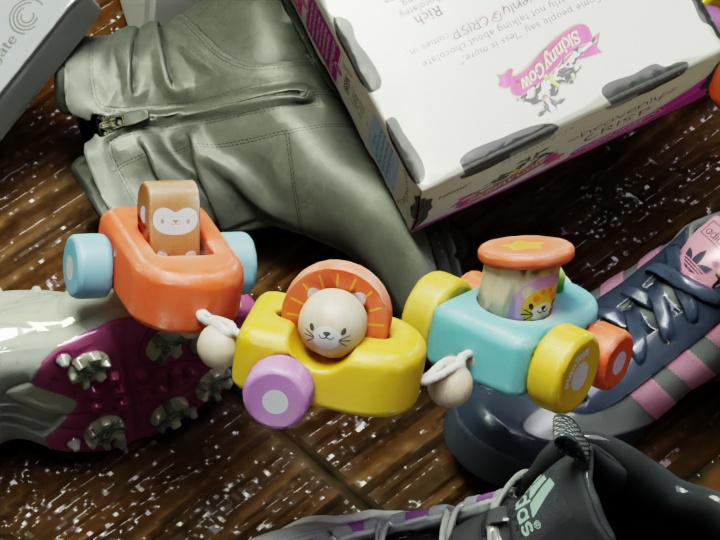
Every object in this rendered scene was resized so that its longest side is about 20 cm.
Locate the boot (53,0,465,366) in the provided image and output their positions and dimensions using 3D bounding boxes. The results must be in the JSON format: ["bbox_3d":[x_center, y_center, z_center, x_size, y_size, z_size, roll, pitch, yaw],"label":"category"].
[{"bbox_3d":[-0.041,-0.028,1.230,0.131,0.068,0.200,-25,72,-3],"label":"boot"}]

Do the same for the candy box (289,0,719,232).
[{"bbox_3d":[0.037,-0.134,1.183,0.136,0.061,0.200,-24,76,-9],"label":"candy box"}]

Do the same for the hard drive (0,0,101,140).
[{"bbox_3d":[-0.223,-0.113,1.248,0.200,0.027,0.132,36,84,21],"label":"hard drive"}]

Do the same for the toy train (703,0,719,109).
[{"bbox_3d":[0.154,-0.087,1.282,0.150,0.056,0.200,22,19,0],"label":"toy train"}]

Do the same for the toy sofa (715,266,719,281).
[{"bbox_3d":[0.236,0.042,1.156,0.200,0.098,0.083,44,88,-4],"label":"toy sofa"}]

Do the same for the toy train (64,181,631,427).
[{"bbox_3d":[0.000,0.000,1.095,0.200,0.056,0.150,0,26,-17],"label":"toy train"}]

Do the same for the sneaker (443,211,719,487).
[{"bbox_3d":[0.118,0.016,1.199,0.200,0.082,0.070,-28,62,-29],"label":"sneaker"}]

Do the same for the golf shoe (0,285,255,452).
[{"bbox_3d":[-0.137,0.029,1.153,0.200,0.075,0.092,-14,50,-22],"label":"golf shoe"}]

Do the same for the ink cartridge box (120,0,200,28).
[{"bbox_3d":[-0.016,-0.172,1.339,0.200,0.083,0.147,-7,51,-15],"label":"ink cartridge box"}]

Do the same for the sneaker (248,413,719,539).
[{"bbox_3d":[0.048,0.095,1.077,0.200,0.140,0.078,3,54,-7],"label":"sneaker"}]
